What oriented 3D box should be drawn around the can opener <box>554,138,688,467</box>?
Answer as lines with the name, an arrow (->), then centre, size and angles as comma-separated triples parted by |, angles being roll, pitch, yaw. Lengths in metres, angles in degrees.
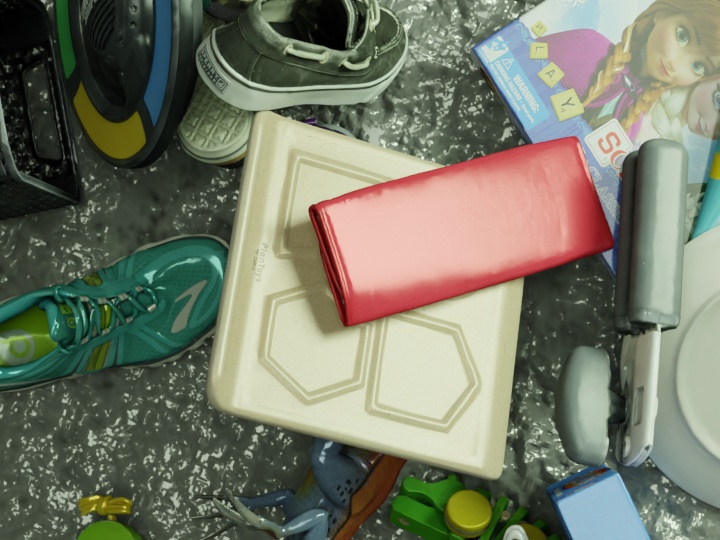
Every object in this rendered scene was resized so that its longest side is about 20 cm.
can opener -> 0.158, 0.019, 1.150 | 0.066, 0.053, 0.202 | 8, 77, -11

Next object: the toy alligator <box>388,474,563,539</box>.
toy alligator -> 0.065, 0.157, 1.213 | 0.199, 0.060, 0.054 | 30, 50, 18

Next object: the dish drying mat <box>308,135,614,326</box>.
dish drying mat -> 0.063, -0.026, 1.146 | 0.198, 0.018, 0.078 | -16, 83, -31

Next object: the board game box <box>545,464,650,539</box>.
board game box -> 0.175, 0.218, 1.150 | 0.045, 0.152, 0.202 | -25, 86, 2

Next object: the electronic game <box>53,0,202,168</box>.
electronic game -> -0.149, -0.164, 1.180 | 0.041, 0.199, 0.202 | -6, 86, -29

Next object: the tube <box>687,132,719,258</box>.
tube -> 0.257, -0.103, 1.177 | 0.077, 0.050, 0.202 | 9, 96, 9

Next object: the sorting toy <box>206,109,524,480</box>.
sorting toy -> 0.008, 0.017, 1.135 | 0.198, 0.036, 0.187 | 17, 68, -22

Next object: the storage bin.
storage bin -> -0.244, -0.105, 1.169 | 0.093, 0.200, 0.137 | -11, 86, 2

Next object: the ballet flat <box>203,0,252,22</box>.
ballet flat -> -0.035, -0.214, 1.217 | 0.200, 0.072, 0.072 | -36, 84, -36

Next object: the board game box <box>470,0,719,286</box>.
board game box -> 0.205, -0.110, 1.220 | 0.199, 0.041, 0.201 | -33, 86, 1

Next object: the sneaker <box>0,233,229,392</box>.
sneaker -> -0.170, 0.034, 1.218 | 0.198, 0.080, 0.078 | -21, 86, 2

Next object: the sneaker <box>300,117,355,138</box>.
sneaker -> 0.000, 0.000, 1.204 | 0.074, 0.088, 0.201 | -27, 85, 2

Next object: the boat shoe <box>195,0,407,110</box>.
boat shoe -> -0.018, -0.143, 1.161 | 0.064, 0.200, 0.071 | -43, 80, 32

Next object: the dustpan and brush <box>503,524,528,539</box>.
dustpan and brush -> 0.106, 0.238, 1.153 | 0.138, 0.057, 0.202 | 0, 107, 19

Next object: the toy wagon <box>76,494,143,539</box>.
toy wagon -> -0.160, 0.245, 1.209 | 0.153, 0.040, 0.202 | -2, 76, 18

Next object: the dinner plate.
dinner plate -> 0.262, 0.064, 1.187 | 0.198, 0.024, 0.203 | 1, 105, 4

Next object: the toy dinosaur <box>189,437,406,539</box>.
toy dinosaur -> -0.023, 0.151, 1.164 | 0.198, 0.105, 0.184 | 3, 94, 12

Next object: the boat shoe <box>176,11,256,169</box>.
boat shoe -> -0.105, -0.156, 1.235 | 0.074, 0.062, 0.202 | -17, 71, 5
